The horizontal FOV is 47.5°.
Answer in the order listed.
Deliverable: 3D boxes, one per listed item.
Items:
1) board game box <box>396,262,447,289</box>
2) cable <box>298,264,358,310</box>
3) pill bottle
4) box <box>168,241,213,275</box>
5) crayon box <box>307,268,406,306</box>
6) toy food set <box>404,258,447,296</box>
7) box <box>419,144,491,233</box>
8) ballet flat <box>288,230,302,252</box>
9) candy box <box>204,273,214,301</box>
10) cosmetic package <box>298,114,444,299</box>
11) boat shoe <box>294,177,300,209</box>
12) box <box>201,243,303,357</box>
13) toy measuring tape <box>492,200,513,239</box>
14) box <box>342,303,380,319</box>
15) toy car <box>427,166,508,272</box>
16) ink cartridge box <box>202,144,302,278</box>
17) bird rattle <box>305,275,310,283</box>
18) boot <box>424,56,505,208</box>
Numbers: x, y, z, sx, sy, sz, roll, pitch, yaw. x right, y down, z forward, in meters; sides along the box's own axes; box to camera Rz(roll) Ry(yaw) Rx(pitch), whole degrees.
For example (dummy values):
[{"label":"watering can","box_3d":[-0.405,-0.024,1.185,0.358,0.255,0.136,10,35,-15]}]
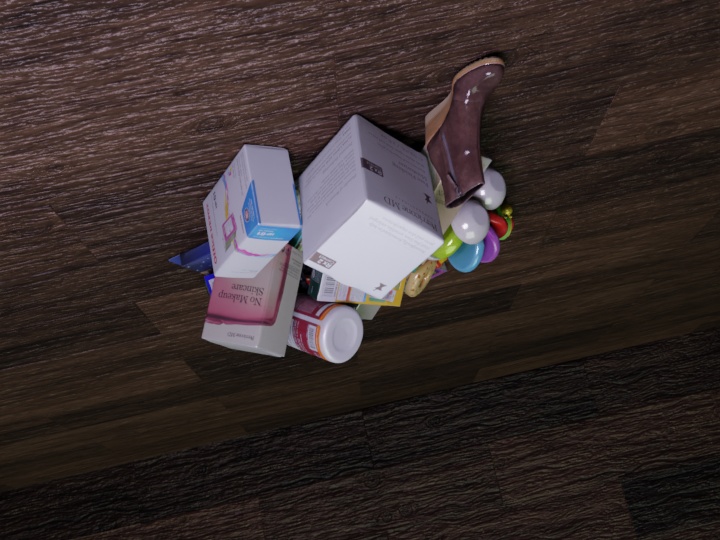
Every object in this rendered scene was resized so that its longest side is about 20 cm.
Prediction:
[{"label":"board game box","box_3d":[0.102,0.020,2.019,0.198,0.033,0.119,-27,151,34]},{"label":"cable","box_3d":[-0.073,0.038,1.724,0.160,0.204,0.051,20,-159,12]},{"label":"pill bottle","box_3d":[-0.096,0.110,1.658,0.112,0.116,0.198,8,-175,-44]},{"label":"box","box_3d":[-0.274,-0.030,1.645,0.197,0.033,0.121,-21,158,23]},{"label":"crayon box","box_3d":[0.000,0.000,1.642,0.196,0.128,0.051,6,-167,-31]},{"label":"toy food set","box_3d":[0.170,-0.041,1.758,0.199,0.049,0.199,-35,161,-31]},{"label":"box","box_3d":[0.129,-0.140,1.425,0.094,0.078,0.202,8,122,-44]},{"label":"ballet flat","box_3d":[-0.148,-0.013,1.603,0.201,0.067,0.062,-52,148,4]},{"label":"candy box","box_3d":[-0.236,0.039,1.718,0.166,0.078,0.200,-18,170,-12]},{"label":"cosmetic package","box_3d":[0.012,-0.100,1.309,0.163,0.203,0.165,24,130,-31]},{"label":"boat shoe","box_3d":[-0.113,-0.114,1.455,0.197,0.063,0.072,-23,136,26]},{"label":"box","box_3d":[-0.197,0.045,1.513,0.125,0.205,0.109,6,168,24]},{"label":"toy measuring tape","box_3d":[0.284,-0.084,1.800,0.072,0.075,0.200,-5,157,-22]},{"label":"box","box_3d":[0.035,0.006,1.755,0.081,0.068,0.202,10,120,-50]},{"label":"toy car","box_3d":[0.207,-0.083,1.547,0.150,0.202,0.174,42,145,-17]},{"label":"ink cartridge box","box_3d":[-0.186,-0.093,1.368,0.083,0.147,0.200,0,156,-31]},{"label":"bird rattle","box_3d":[-0.031,0.007,1.853,0.196,0.114,0.164,5,141,-15]},{"label":"boot","box_3d":[0.174,-0.209,1.262,0.071,0.170,0.200,0,156,-31]}]
